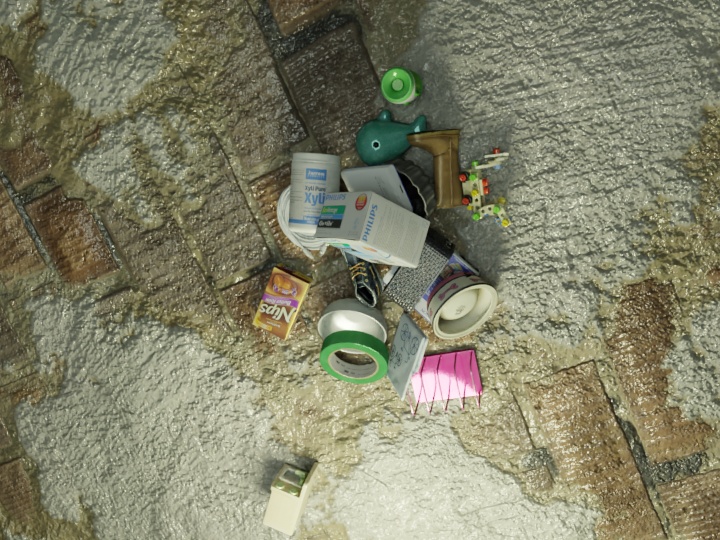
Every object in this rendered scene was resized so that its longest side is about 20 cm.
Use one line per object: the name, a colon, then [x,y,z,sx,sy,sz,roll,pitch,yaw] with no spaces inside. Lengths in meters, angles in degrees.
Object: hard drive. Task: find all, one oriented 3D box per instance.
hard drive: [0.040,-0.206,1.526,0.199,0.025,0.133,8,131,53]

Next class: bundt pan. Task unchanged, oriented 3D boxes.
bundt pan: [0.117,-0.203,1.523,0.201,0.076,0.203,37,151,25]

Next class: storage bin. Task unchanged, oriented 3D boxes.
storage bin: [0.154,-0.004,1.560,0.093,0.135,0.201,34,109,2]

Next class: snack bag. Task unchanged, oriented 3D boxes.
snack bag: [0.124,0.240,1.652,0.021,0.189,0.202,13,103,-18]

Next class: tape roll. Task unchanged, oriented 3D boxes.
tape roll: [-0.018,0.252,1.709,0.198,0.048,0.201,6,137,6]

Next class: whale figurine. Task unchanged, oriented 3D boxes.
whale figurine: [0.083,-0.342,1.548,0.198,0.104,0.161,-12,101,15]

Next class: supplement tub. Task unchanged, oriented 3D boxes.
supplement tub: [-0.120,-0.200,1.549,0.131,0.132,0.202,5,97,11]

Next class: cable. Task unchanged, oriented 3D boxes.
cable: [-0.135,-0.160,1.665,0.200,0.069,0.200,41,108,0]

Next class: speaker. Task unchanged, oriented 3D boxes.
speaker: [0.104,-0.455,1.462,0.088,0.200,0.089,3,106,12]

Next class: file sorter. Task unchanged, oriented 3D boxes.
file sorter: [0.235,0.323,1.680,0.198,0.125,0.140,-11,102,15]

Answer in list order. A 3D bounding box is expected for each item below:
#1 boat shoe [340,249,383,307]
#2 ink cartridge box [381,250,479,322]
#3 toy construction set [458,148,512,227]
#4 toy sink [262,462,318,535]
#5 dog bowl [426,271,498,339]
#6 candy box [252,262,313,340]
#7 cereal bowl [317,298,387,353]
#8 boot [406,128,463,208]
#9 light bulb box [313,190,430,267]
boat shoe: [0.000,0.000,1.606,0.070,0.091,0.201,-23,112,25]
ink cartridge box: [0.193,0.013,1.652,0.197,0.047,0.200,40,111,-1]
toy construction set: [0.329,-0.214,1.533,0.130,0.092,0.202,4,99,35]
toy sink: [-0.224,0.704,1.883,0.111,0.130,0.202,20,109,7]
dog bowl: [0.266,0.089,1.590,0.200,0.199,0.074,-50,46,19]
candy box: [-0.232,0.094,1.761,0.116,0.056,0.201,25,110,4]
cereal bowl: [-0.019,0.147,1.694,0.198,0.084,0.201,7,136,7]
boot: [0.198,-0.258,1.525,0.174,0.066,0.202,-11,105,-29]
light bulb box: [0.027,-0.102,1.470,0.199,0.197,0.126,22,81,-36]
